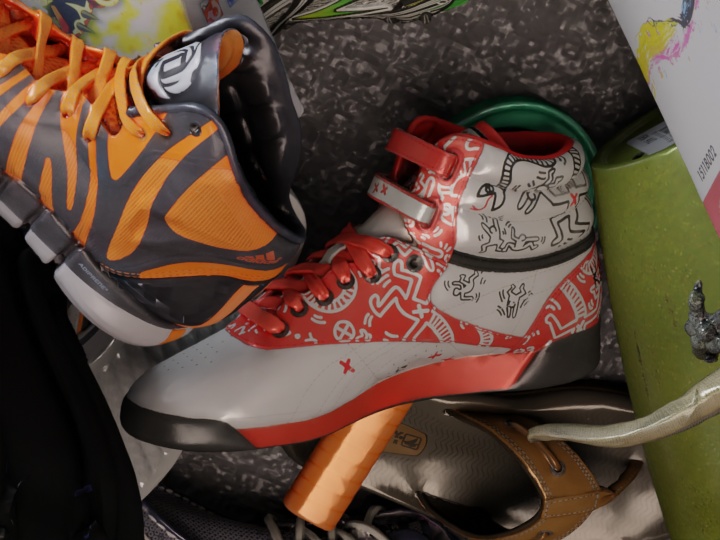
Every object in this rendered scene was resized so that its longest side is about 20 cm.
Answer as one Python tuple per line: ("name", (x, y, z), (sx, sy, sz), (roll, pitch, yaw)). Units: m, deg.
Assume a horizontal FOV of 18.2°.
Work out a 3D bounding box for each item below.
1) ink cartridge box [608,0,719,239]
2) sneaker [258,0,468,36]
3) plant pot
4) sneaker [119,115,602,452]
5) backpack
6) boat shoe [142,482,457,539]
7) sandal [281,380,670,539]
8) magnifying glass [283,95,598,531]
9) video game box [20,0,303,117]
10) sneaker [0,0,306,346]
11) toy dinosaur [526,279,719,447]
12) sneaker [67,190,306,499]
("ink cartridge box", (0.131, -0.106, 0.778), (0.067, 0.116, 0.200), (-20, 73, -9))
("sneaker", (-0.004, -0.115, 0.848), (0.200, 0.078, 0.085), (-28, 125, 17))
("plant pot", (0.177, 0.024, 0.886), (0.187, 0.187, 0.200), (-27, 102, 11))
("sneaker", (0.000, 0.000, 0.860), (0.201, 0.067, 0.108), (-10, 109, -21))
("backpack", (-0.168, 0.070, 0.764), (0.168, 0.200, 0.162), (-43, 138, 15))
("boat shoe", (-0.021, 0.127, 0.986), (0.200, 0.075, 0.093), (37, 105, -28))
("sandal", (0.060, 0.083, 0.968), (0.200, 0.055, 0.082), (15, 115, -9))
("magnifying glass", (0.030, 0.019, 0.927), (0.080, 0.022, 0.200), (30, 100, -14))
("video game box", (-0.139, -0.117, 0.808), (0.200, 0.047, 0.182), (-2, 125, 34))
("sneaker", (-0.093, -0.067, 0.744), (0.200, 0.078, 0.112), (42, 133, -21))
("toy dinosaur", (0.150, 0.023, 0.770), (0.200, 0.088, 0.048), (-22, 77, 3))
("sneaker", (-0.100, 0.028, 0.913), (0.078, 0.079, 0.200), (30, 105, -37))
